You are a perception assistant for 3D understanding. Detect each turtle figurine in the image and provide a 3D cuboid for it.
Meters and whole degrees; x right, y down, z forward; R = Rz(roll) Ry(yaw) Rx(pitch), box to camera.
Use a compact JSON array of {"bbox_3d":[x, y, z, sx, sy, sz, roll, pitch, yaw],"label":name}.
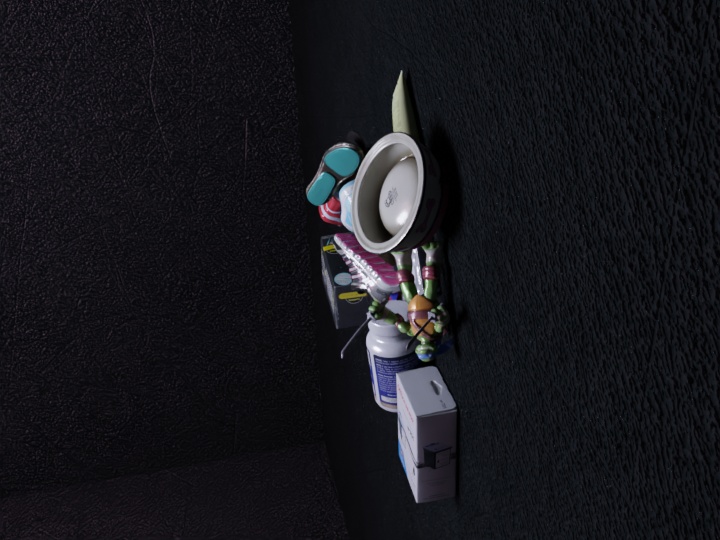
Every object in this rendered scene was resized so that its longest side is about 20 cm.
[{"bbox_3d":[0.082,0.050,1.330,0.144,0.196,0.198,155,117,-64],"label":"turtle figurine"}]

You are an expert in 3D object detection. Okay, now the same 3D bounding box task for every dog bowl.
[{"bbox_3d":[0.068,-0.122,1.317,0.199,0.073,0.204,-19,66,52],"label":"dog bowl"}]

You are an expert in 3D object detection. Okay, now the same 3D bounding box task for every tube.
[{"bbox_3d":[0.082,-0.257,1.438,0.052,0.057,0.204,20,-126,-49],"label":"tube"}]

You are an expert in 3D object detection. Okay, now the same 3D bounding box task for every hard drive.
[{"bbox_3d":[0.104,-0.011,1.518,0.200,0.037,0.143,148,114,-79],"label":"hard drive"}]

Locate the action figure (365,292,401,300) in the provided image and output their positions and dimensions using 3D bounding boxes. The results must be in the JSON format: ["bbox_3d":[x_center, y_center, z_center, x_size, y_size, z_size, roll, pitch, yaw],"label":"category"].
[{"bbox_3d":[0.056,0.099,1.734,0.065,0.097,0.204,173,92,-79],"label":"action figure"}]

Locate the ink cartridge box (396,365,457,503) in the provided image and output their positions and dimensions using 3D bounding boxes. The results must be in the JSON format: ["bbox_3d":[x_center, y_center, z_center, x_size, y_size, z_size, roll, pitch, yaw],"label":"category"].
[{"bbox_3d":[0.125,0.308,1.501,0.147,0.084,0.203,-115,18,-61],"label":"ink cartridge box"}]

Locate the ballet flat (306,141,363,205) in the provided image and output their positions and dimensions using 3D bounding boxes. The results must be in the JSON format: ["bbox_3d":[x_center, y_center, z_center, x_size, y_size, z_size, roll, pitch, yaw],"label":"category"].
[{"bbox_3d":[-0.045,-0.201,1.524,0.200,0.067,0.076,-46,13,51],"label":"ballet flat"}]

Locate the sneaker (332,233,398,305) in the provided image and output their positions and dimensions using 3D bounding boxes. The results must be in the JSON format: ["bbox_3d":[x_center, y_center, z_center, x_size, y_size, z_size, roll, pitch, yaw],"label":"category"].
[{"bbox_3d":[0.000,0.000,1.622,0.200,0.073,0.089,44,125,35],"label":"sneaker"}]

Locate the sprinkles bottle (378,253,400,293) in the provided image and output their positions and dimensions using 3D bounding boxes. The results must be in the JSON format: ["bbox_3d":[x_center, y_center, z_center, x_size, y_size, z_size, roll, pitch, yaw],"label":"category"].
[{"bbox_3d":[0.053,-0.053,1.698,0.069,0.067,0.203,97,163,-58],"label":"sprinkles bottle"}]

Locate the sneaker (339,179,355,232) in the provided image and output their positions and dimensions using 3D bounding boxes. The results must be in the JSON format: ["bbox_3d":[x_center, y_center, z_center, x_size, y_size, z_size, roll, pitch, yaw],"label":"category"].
[{"bbox_3d":[0.016,-0.084,1.586,0.132,0.079,0.200,61,179,22],"label":"sneaker"}]

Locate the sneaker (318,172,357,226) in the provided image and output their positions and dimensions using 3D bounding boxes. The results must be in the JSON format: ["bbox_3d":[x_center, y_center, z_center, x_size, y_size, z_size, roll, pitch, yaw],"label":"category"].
[{"bbox_3d":[-0.020,-0.168,1.687,0.071,0.200,0.113,43,129,7],"label":"sneaker"}]

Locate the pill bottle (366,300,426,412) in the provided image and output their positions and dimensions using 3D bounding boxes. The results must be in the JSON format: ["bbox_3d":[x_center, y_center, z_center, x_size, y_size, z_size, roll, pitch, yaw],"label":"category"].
[{"bbox_3d":[0.071,0.168,1.567,0.116,0.113,0.203,-114,13,-60],"label":"pill bottle"}]

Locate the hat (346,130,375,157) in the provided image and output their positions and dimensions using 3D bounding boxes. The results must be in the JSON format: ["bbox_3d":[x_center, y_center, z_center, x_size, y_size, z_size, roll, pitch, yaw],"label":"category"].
[{"bbox_3d":[0.048,-0.200,1.536,0.203,0.080,0.201,62,176,7],"label":"hat"}]

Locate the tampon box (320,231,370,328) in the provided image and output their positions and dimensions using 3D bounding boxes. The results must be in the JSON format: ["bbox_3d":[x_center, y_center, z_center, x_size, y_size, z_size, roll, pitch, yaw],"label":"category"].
[{"bbox_3d":[-0.007,0.016,1.868,0.201,0.147,0.128,-110,15,-51],"label":"tampon box"}]
